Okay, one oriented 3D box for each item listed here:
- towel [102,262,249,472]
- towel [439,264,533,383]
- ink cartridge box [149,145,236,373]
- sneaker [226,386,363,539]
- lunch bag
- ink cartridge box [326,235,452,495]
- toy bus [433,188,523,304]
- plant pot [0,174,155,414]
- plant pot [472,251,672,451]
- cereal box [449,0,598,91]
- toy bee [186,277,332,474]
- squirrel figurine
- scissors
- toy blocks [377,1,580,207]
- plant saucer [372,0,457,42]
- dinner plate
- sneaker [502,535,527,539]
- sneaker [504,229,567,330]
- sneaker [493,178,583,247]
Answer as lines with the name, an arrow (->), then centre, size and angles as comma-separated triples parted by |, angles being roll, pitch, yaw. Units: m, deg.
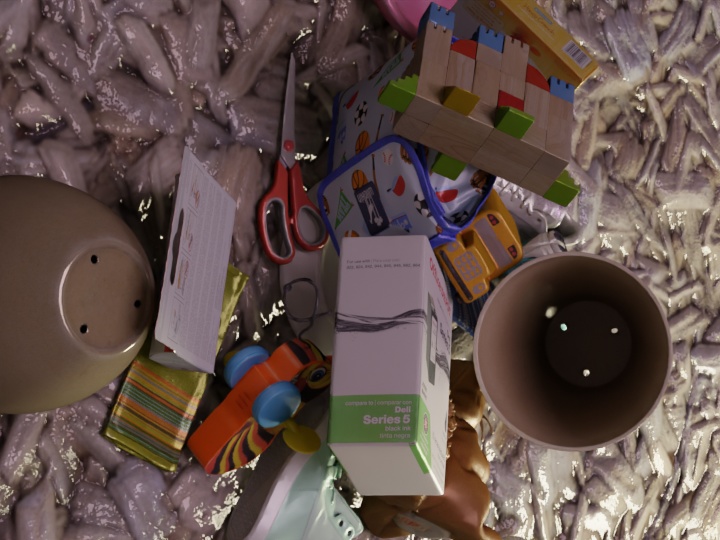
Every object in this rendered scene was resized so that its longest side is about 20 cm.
towel -> -0.165, 0.076, 1.487 | 0.086, 0.018, 0.201 | 35, 67, -39
towel -> 0.139, 0.058, 1.722 | 0.200, 0.024, 0.145 | 43, 22, -34
ink cartridge box -> -0.156, -0.007, 1.387 | 0.200, 0.057, 0.163 | 44, 52, -73
sneaker -> -0.034, 0.192, 1.564 | 0.118, 0.074, 0.201 | 33, 85, -33
lunch bag -> 0.046, -0.101, 1.549 | 0.123, 0.170, 0.201 | 18, 64, -27
ink cartridge box -> 0.029, 0.086, 1.480 | 0.146, 0.084, 0.201 | 64, 27, -62
toy bus -> 0.114, -0.028, 1.615 | 0.065, 0.078, 0.200 | 58, 8, -8
plant pot -> -0.243, 0.021, 1.331 | 0.200, 0.134, 0.201 | -2, 92, -44
plant pot -> 0.219, 0.078, 1.629 | 0.200, 0.186, 0.188 | 5, 87, -77
cereal box -> 0.126, -0.188, 1.609 | 0.144, 0.200, 0.040 | 43, 51, 3
toy bee -> -0.064, 0.109, 1.494 | 0.108, 0.200, 0.131 | 13, 49, -50
squirrel figurine -> 0.073, 0.159, 1.625 | 0.200, 0.141, 0.187 | 54, 47, -49
scissors -> -0.075, -0.107, 1.571 | 0.073, 0.014, 0.201 | -10, 91, -27
toy blocks -> 0.113, -0.157, 1.463 | 0.199, 0.100, 0.137 | 22, 47, -13
plant saucer -> 0.067, -0.326, 1.683 | 0.200, 0.051, 0.202 | 0, 90, -44
dinner plate -> 0.000, 0.000, 1.642 | 0.200, 0.024, 0.201 | 0, 90, -45
sneaker -> 0.174, 0.385, 1.791 | 0.105, 0.075, 0.201 | 1, 97, -56
sneaker -> 0.195, 0.020, 1.771 | 0.200, 0.079, 0.078 | 62, 12, -57
sneaker -> 0.165, -0.088, 1.746 | 0.200, 0.099, 0.075 | 41, 62, -36
